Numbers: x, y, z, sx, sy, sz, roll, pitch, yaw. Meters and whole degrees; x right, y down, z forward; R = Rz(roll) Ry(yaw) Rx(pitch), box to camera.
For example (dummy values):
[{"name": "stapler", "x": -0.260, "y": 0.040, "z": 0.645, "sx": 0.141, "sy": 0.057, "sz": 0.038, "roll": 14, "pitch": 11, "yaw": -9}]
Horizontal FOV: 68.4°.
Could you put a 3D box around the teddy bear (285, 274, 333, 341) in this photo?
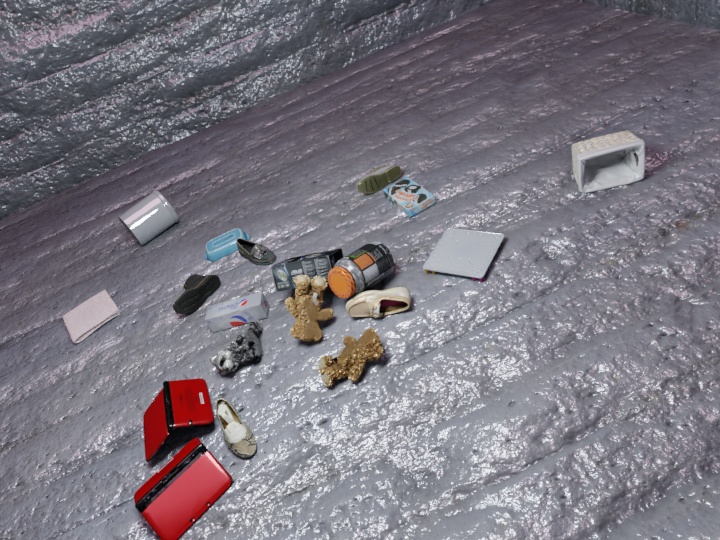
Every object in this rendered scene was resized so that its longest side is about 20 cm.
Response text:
[{"name": "teddy bear", "x": -0.155, "y": 0.111, "z": 1.585, "sx": 0.144, "sy": 0.202, "sz": 0.067, "roll": -10, "pitch": -7, "yaw": -26}]

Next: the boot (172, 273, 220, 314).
[{"name": "boot", "x": -0.619, "y": 0.082, "z": 1.911, "sx": 0.137, "sy": 0.078, "sz": 0.200, "roll": 7, "pitch": 33, "yaw": 37}]

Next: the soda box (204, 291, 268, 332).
[{"name": "soda box", "x": -0.404, "y": 0.137, "z": 1.738, "sx": 0.198, "sy": 0.064, "sz": 0.069, "roll": -16, "pitch": 37, "yaw": 7}]

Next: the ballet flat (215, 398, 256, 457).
[{"name": "ballet flat", "x": -0.336, "y": 0.402, "z": 1.378, "sx": 0.068, "sy": 0.076, "sz": 0.200, "roll": -33, "pitch": 39, "yaw": -16}]

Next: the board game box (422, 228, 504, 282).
[{"name": "board game box", "x": 0.321, "y": -0.051, "z": 1.645, "sx": 0.198, "sy": 0.026, "sz": 0.200, "roll": 10, "pitch": 47, "yaw": 33}]

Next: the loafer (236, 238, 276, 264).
[{"name": "loafer", "x": -0.400, "y": -0.074, "z": 1.989, "sx": 0.199, "sy": 0.063, "sz": 0.072, "roll": 16, "pitch": 51, "yaw": 39}]

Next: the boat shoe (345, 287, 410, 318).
[{"name": "boat shoe", "x": 0.052, "y": 0.102, "z": 1.552, "sx": 0.198, "sy": 0.074, "sz": 0.069, "roll": -15, "pitch": 32, "yaw": 7}]

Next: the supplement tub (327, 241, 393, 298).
[{"name": "supplement tub", "x": 0.000, "y": 0.000, "z": 1.622, "sx": 0.122, "sy": 0.124, "sz": 0.199, "roll": 16, "pitch": 34, "yaw": 38}]

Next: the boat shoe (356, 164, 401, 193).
[{"name": "boat shoe", "x": 0.066, "y": -0.366, "z": 2.115, "sx": 0.198, "sy": 0.075, "sz": 0.068, "roll": -25, "pitch": 31, "yaw": -16}]

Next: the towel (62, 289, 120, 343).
[{"name": "towel", "x": -1.028, "y": 0.172, "z": 2.023, "sx": 0.190, "sy": 0.032, "sz": 0.199, "roll": -37, "pitch": 41, "yaw": -20}]

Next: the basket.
[{"name": "basket", "x": 0.784, "y": -0.351, "z": 1.694, "sx": 0.198, "sy": 0.136, "sz": 0.124, "roll": -12, "pitch": 36, "yaw": 11}]

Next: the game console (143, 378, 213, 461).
[{"name": "game console", "x": -0.509, "y": 0.410, "z": 1.477, "sx": 0.171, "sy": 0.120, "sz": 0.200, "roll": 0, "pitch": 25, "yaw": -25}]

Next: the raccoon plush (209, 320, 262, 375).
[{"name": "raccoon plush", "x": -0.369, "y": 0.241, "z": 1.611, "sx": 0.133, "sy": 0.097, "sz": 0.200, "roll": -29, "pitch": 7, "yaw": 12}]

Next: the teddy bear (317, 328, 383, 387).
[{"name": "teddy bear", "x": -0.027, "y": 0.242, "z": 1.442, "sx": 0.200, "sy": 0.067, "sz": 0.145, "roll": -40, "pitch": 31, "yaw": -12}]

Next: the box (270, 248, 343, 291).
[{"name": "box", "x": -0.164, "y": -0.003, "z": 1.717, "sx": 0.198, "sy": 0.087, "sz": 0.164, "roll": -10, "pitch": 8, "yaw": 15}]

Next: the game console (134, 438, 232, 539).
[{"name": "game console", "x": -0.440, "y": 0.538, "z": 1.313, "sx": 0.200, "sy": 0.119, "sz": 0.172, "roll": -41, "pitch": 11, "yaw": -24}]

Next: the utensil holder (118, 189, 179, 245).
[{"name": "utensil holder", "x": -0.940, "y": -0.232, "z": 2.355, "sx": 0.200, "sy": 0.171, "sz": 0.169, "roll": -41, "pitch": 42, "yaw": -21}]

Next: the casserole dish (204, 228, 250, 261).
[{"name": "casserole dish", "x": -0.540, "y": -0.109, "z": 2.120, "sx": 0.198, "sy": 0.039, "sz": 0.121, "roll": -26, "pitch": 38, "yaw": -6}]

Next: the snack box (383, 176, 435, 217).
[{"name": "snack box", "x": 0.180, "y": -0.276, "z": 1.973, "sx": 0.115, "sy": 0.037, "sz": 0.200, "roll": -30, "pitch": 39, "yaw": -10}]
